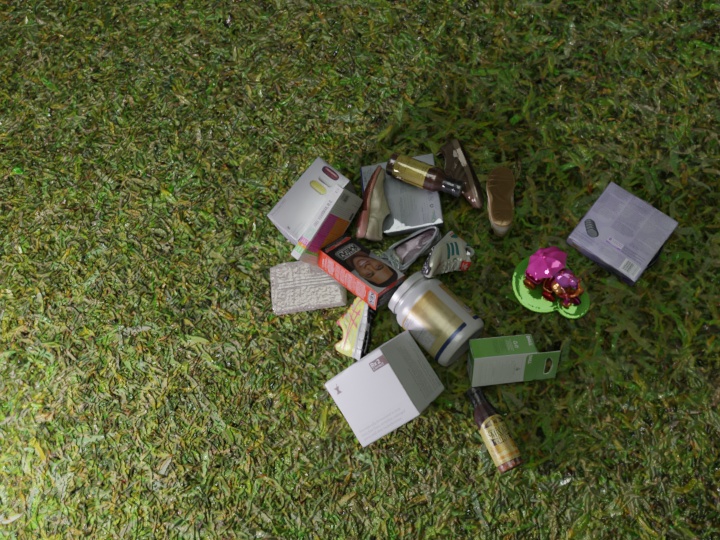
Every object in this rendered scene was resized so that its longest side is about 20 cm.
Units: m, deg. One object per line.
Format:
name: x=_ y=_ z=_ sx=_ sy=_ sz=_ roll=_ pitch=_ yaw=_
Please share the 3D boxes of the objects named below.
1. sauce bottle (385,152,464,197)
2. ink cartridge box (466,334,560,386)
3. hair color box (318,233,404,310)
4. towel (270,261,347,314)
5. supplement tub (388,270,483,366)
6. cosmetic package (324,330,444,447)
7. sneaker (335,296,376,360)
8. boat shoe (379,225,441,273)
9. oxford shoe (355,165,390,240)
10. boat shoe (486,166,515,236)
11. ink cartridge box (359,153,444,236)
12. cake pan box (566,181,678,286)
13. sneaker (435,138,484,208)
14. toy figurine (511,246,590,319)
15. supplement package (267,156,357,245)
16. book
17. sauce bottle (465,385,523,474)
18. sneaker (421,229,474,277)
sauce bottle: x=0.163 y=-0.237 z=1.778 sx=0.199 sy=0.065 sz=0.065 roll=24 pitch=79 yaw=15
ink cartridge box: x=0.349 y=0.205 z=1.625 sx=0.198 sy=0.104 sz=0.060 roll=-6 pitch=43 yaw=-1
hair color box: x=0.000 y=0.000 z=1.723 sx=0.200 sy=0.062 sz=0.101 roll=36 pitch=50 yaw=26
towel: x=-0.133 y=0.039 z=1.808 sx=0.198 sy=0.034 sz=0.134 roll=-7 pitch=74 yaw=6
supplement tub: x=0.177 y=0.111 z=1.674 sx=0.144 sy=0.144 sz=0.200 roll=-44 pitch=71 yaw=-5
cosmetic package: x=0.058 y=0.260 z=1.585 sx=0.164 sy=0.200 sz=0.166 roll=-36 pitch=83 yaw=23
sneaker: x=-0.014 y=0.117 z=1.743 sx=0.090 sy=0.078 sz=0.202 roll=8 pitch=73 yaw=19
boat shoe: x=0.112 y=-0.046 z=1.772 sx=0.201 sy=0.065 sz=0.075 roll=-30 pitch=70 yaw=3
oxford shoe: x=0.042 y=-0.168 z=1.789 sx=0.073 sy=0.071 sz=0.202 roll=16 pitch=76 yaw=-10
boat shoe: x=0.348 y=-0.172 z=1.767 sx=0.073 sy=0.069 sz=0.201 roll=5 pitch=54 yaw=8
ink cartridge box: x=0.106 y=-0.191 z=1.829 sx=0.198 sy=0.041 sz=0.201 roll=-8 pitch=72 yaw=8
cake pan box: x=0.633 y=-0.088 z=1.704 sx=0.199 sy=0.052 sz=0.185 roll=36 pitch=85 yaw=18
sneaker: x=0.256 y=-0.238 z=1.814 sx=0.075 sy=0.070 sz=0.201 roll=-26 pitch=67 yaw=22
toy figurine: x=0.450 y=0.021 z=1.633 sx=0.200 sy=0.184 sz=0.150 roll=36 pitch=83 yaw=17
supplement package: x=-0.115 y=-0.157 z=1.797 sx=0.111 sy=0.156 sz=0.200 roll=38 pitch=84 yaw=18
book: x=-0.080 y=-0.108 z=1.730 sx=0.048 sy=0.133 sz=0.201 roll=37 pitch=97 yaw=19
sauce bottle: x=0.302 y=0.362 z=1.621 sx=0.066 sy=0.066 sz=0.201 roll=-27 pitch=70 yaw=1
sneaker: x=0.219 y=-0.028 z=1.701 sx=0.093 sy=0.200 sz=0.071 roll=31 pitch=123 yaw=11
